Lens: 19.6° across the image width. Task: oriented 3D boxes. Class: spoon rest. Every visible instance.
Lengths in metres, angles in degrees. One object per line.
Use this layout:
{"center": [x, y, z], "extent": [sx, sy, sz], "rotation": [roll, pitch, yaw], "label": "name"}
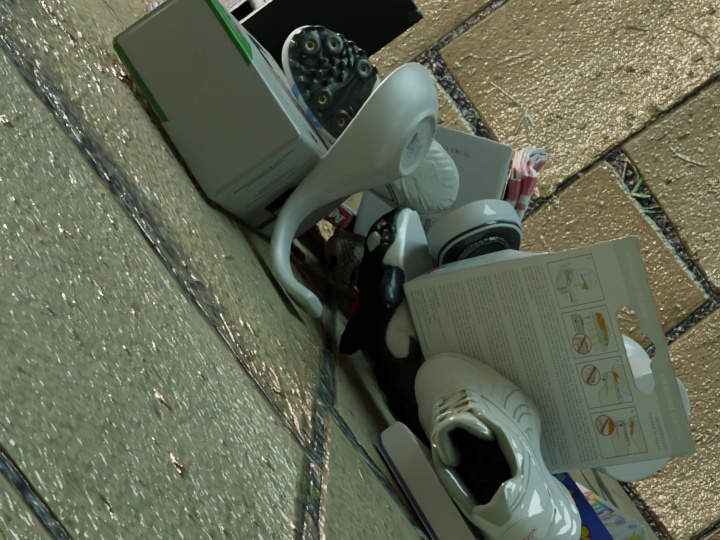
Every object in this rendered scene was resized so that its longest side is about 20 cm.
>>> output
{"center": [-0.006, -0.066, 1.516], "extent": [0.061, 0.200, 0.099], "rotation": [27, -14, 20], "label": "spoon rest"}

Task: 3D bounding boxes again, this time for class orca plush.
{"center": [0.023, 0.057, 1.569], "extent": [0.105, 0.071, 0.201], "rotation": [-16, 92, -65], "label": "orca plush"}

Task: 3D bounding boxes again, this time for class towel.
{"center": [0.125, -0.004, 1.830], "extent": [0.030, 0.201, 0.146], "rotation": [15, 15, 3], "label": "towel"}

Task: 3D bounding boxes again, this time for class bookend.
{"center": [-0.070, -0.220, 1.777], "extent": [0.092, 0.200, 0.199], "rotation": [52, 7, -26], "label": "bookend"}

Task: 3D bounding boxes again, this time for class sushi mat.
{"center": [-0.046, -0.024, 1.759], "extent": [0.096, 0.012, 0.200], "rotation": [57, 6, 17], "label": "sushi mat"}

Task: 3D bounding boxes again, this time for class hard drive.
{"center": [0.086, 0.197, 1.469], "extent": [0.132, 0.025, 0.200], "rotation": [58, 6, 35], "label": "hard drive"}

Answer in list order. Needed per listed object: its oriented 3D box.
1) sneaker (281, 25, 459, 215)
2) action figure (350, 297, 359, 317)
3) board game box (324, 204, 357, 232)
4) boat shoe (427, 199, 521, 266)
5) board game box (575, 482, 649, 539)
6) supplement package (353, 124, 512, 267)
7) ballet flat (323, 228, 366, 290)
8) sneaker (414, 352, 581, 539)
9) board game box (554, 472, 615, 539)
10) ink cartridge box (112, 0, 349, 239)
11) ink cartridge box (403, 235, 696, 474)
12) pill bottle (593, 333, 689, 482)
{"center": [-0.001, -0.111, 1.595], "extent": [0.072, 0.072, 0.200], "rotation": [10, -29, 49], "label": "sneaker"}
{"center": [0.061, 0.054, 1.677], "extent": [0.200, 0.099, 0.065], "rotation": [39, -9, 50], "label": "action figure"}
{"center": [-0.046, -0.068, 1.795], "extent": [0.103, 0.019, 0.200], "rotation": [37, 2, 4], "label": "board game box"}
{"center": [0.100, 0.006, 1.599], "extent": [0.200, 0.072, 0.071], "rotation": [63, 7, -69], "label": "boat shoe"}
{"center": [0.232, 0.273, 1.862], "extent": [0.200, 0.034, 0.135], "rotation": [-156, -138, -79], "label": "board game box"}
{"center": [0.064, -0.055, 1.822], "extent": [0.113, 0.110, 0.200], "rotation": [16, -6, 5], "label": "supplement package"}
{"center": [0.000, 0.000, 1.738], "extent": [0.067, 0.046, 0.200], "rotation": [17, -3, 5], "label": "ballet flat"}
{"center": [0.080, 0.112, 1.414], "extent": [0.099, 0.078, 0.200], "rotation": [45, 9, -41], "label": "sneaker"}
{"center": [0.159, 0.205, 1.750], "extent": [0.135, 0.045, 0.200], "rotation": [55, -5, -13], "label": "board game box"}
{"center": [-0.089, -0.112, 1.558], "extent": [0.147, 0.083, 0.200], "rotation": [56, 5, 14], "label": "ink cartridge box"}
{"center": [0.139, 0.061, 1.486], "extent": [0.050, 0.200, 0.163], "rotation": [-25, 100, -55], "label": "ink cartridge box"}
{"center": [0.168, 0.090, 1.697], "extent": [0.200, 0.114, 0.114], "rotation": [31, -15, 51], "label": "pill bottle"}
